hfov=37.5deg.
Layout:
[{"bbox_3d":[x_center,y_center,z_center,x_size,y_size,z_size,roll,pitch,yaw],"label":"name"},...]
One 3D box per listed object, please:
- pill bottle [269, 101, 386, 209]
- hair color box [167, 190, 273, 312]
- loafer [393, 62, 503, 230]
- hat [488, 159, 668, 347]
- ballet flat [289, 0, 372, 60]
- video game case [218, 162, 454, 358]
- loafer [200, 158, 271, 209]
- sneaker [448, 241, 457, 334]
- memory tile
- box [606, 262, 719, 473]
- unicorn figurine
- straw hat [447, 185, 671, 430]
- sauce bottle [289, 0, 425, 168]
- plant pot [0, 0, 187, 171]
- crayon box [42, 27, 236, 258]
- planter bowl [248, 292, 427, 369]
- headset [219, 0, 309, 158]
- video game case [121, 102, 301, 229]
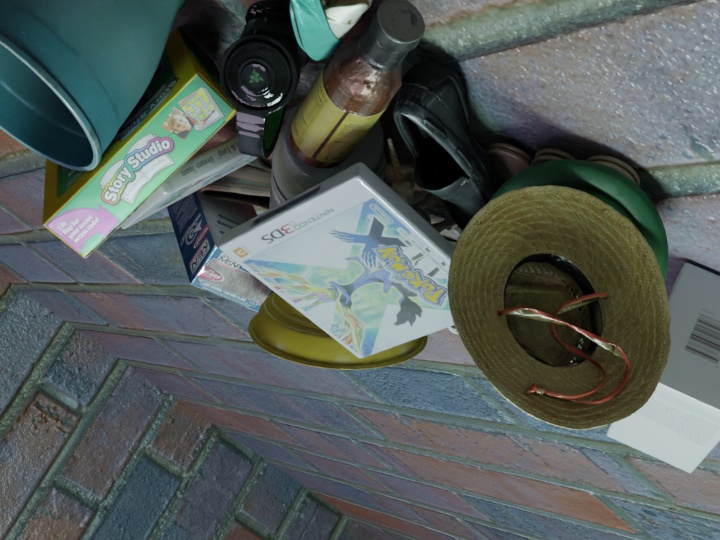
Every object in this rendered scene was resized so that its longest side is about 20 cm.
[{"bbox_3d":[-0.035,-0.092,1.074,0.114,0.114,0.200,29,161,3],"label":"pill bottle"},{"bbox_3d":[-0.170,-0.042,1.293,0.100,0.061,0.200,25,-159,-32],"label":"hair color box"},{"bbox_3d":[0.075,-0.092,0.936,0.068,0.070,0.201,16,150,36],"label":"loafer"},{"bbox_3d":[0.202,-0.025,0.985,0.165,0.176,0.200,11,112,15],"label":"hat"},{"bbox_3d":[-0.027,-0.226,0.814,0.070,0.067,0.200,8,156,17],"label":"ballet flat"},{"bbox_3d":[0.000,0.000,0.973,0.182,0.022,0.200,-23,129,38],"label":"video game case"},{"bbox_3d":[-0.099,-0.085,1.259,0.200,0.063,0.072,22,158,22],"label":"loafer"},{"bbox_3d":[0.130,0.048,1.247,0.073,0.071,0.200,9,151,46],"label":"sneaker"},{"bbox_3d":[0.177,-0.067,0.981,0.200,0.017,0.153,14,155,37],"label":"memory tile"},{"bbox_3d":[0.318,0.100,1.028,0.097,0.125,0.200,24,160,14],"label":"box"},{"bbox_3d":[0.031,-0.039,1.012,0.074,0.137,0.200,45,122,12],"label":"unicorn figurine"},{"bbox_3d":[0.151,0.038,0.873,0.201,0.201,0.085,30,159,-1],"label":"straw hat"},{"bbox_3d":[-0.003,-0.153,0.883,0.066,0.066,0.200,33,150,-9],"label":"sauce bottle"},{"bbox_3d":[-0.258,-0.225,0.943,0.200,0.188,0.200,29,158,13],"label":"plant pot"},{"bbox_3d":[-0.219,-0.128,1.027,0.058,0.200,0.173,43,-171,-30],"label":"crayon box"},{"bbox_3d":[-0.022,0.031,1.166,0.200,0.200,0.084,17,114,32],"label":"planter bowl"},{"bbox_3d":[-0.090,-0.192,0.909,0.094,0.124,0.200,13,133,2],"label":"headset"},{"bbox_3d":[-0.160,-0.109,1.126,0.024,0.182,0.200,61,155,-5],"label":"video game case"}]
